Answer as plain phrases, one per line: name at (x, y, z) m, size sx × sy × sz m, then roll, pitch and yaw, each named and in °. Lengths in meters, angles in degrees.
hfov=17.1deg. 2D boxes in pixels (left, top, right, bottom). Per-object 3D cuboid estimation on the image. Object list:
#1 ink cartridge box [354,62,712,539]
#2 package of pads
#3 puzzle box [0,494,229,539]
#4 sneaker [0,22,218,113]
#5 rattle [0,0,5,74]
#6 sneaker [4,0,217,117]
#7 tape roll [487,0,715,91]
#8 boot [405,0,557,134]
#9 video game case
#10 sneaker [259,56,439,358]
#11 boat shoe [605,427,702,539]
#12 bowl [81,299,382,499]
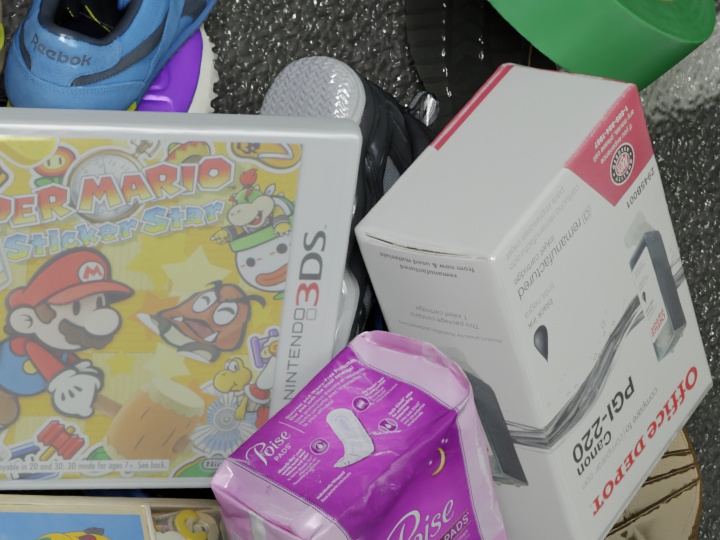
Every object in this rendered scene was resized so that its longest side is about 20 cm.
ink cartridge box at (0.091, 0.022, 1.184) m, size 0.146 × 0.085 × 0.200 m, roll -49°, pitch 136°, yaw -35°
package of pads at (0.010, 0.137, 1.120) m, size 0.121 × 0.076 × 0.200 m, roll -43°, pitch 140°, yaw -28°
puzzle box at (-0.138, 0.165, 1.080) m, size 0.200 × 0.025 × 0.133 m, roll 4°, pitch 58°, yaw -32°
sneaker at (-0.143, -0.057, 1.104) m, size 0.100 × 0.070 × 0.200 m, roll 43°, pitch 65°, yaw -33°
rattle at (-0.223, -0.176, 1.050) m, size 0.130 × 0.143 × 0.200 m, roll 12°, pitch 67°, yaw -74°
sneaker at (-0.102, -0.140, 1.095) m, size 0.078 × 0.066 × 0.200 m, roll 108°, pitch 5°, yaw -47°
tape roll at (0.099, -0.184, 1.229) m, size 0.200 × 0.048 × 0.201 m, roll 37°, pitch 30°, yaw -25°
boot at (0.087, -0.101, 1.327) m, size 0.138 × 0.077 × 0.200 m, roll 23°, pitch 66°, yaw -62°
video game case at (-0.107, 0.016, 1.067) m, size 0.200 × 0.023 × 0.182 m, roll 1°, pitch 116°, yaw -14°
sneaker at (0.000, 0.000, 1.182) m, size 0.114 × 0.075 × 0.200 m, roll 6°, pitch 91°, yaw -45°
boat shoe at (0.161, 0.159, 1.412) m, size 0.073 × 0.063 × 0.200 m, roll -11°, pitch 98°, yaw -17°
bowl at (-0.068, 0.038, 1.200) m, size 0.201 × 0.039 × 0.201 m, roll -4°, pitch 95°, yaw -43°
